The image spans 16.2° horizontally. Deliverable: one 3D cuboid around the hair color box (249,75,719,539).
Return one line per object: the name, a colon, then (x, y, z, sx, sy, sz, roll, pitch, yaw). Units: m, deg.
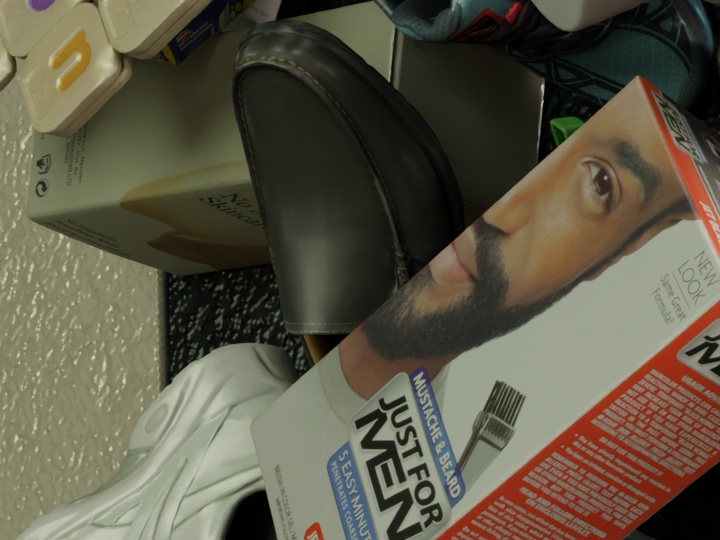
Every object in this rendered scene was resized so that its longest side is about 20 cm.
hair color box: (0.056, 0.043, 0.865, 0.200, 0.064, 0.111, -42, 39, 22)

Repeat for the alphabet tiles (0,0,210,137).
alphabet tiles: (-0.118, -0.152, 0.999, 0.196, 0.015, 0.200, -42, 52, 27)

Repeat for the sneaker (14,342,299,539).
sneaker: (-0.082, 0.129, 1.049, 0.200, 0.078, 0.099, -51, 52, 14)

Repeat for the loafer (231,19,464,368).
loafer: (0.000, 0.000, 0.943, 0.073, 0.200, 0.072, -2, 38, 38)

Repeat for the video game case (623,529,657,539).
video game case: (0.113, 0.208, 0.873, 0.181, 0.045, 0.200, 22, 88, 42)

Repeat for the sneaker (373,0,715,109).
sneaker: (0.045, -0.105, 0.951, 0.079, 0.200, 0.096, -45, 20, 40)

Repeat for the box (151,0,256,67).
box: (-0.043, -0.170, 1.066, 0.070, 0.064, 0.200, 15, 47, 44)

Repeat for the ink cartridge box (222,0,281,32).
ink cartridge box: (-0.073, -0.224, 1.116, 0.050, 0.161, 0.201, 9, 80, 40)

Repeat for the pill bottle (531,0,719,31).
pill bottle: (0.145, -0.161, 0.878, 0.200, 0.120, 0.120, -24, 52, -9)

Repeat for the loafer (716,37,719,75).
loafer: (0.181, -0.026, 0.886, 0.073, 0.071, 0.200, -49, 50, 15)

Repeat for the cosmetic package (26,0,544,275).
cosmetic package: (-0.033, -0.052, 1.057, 0.200, 0.105, 0.071, -8, 71, 40)

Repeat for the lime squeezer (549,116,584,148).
lime squeezer: (0.087, 0.032, 0.952, 0.038, 0.071, 0.200, 28, 122, 31)
